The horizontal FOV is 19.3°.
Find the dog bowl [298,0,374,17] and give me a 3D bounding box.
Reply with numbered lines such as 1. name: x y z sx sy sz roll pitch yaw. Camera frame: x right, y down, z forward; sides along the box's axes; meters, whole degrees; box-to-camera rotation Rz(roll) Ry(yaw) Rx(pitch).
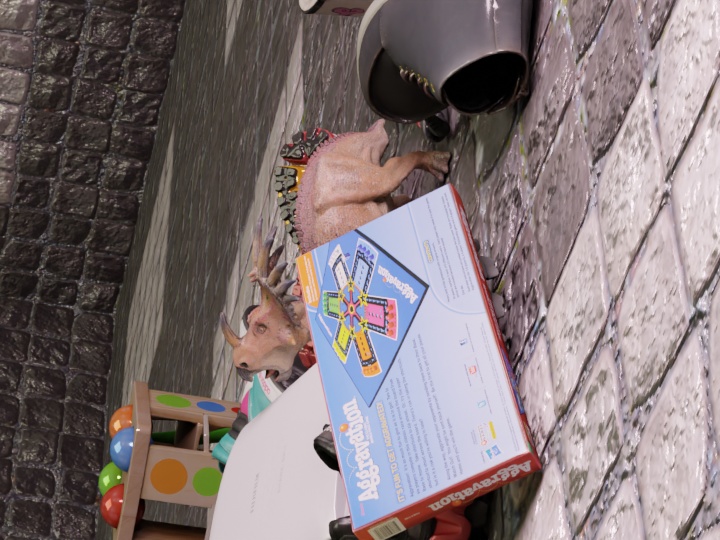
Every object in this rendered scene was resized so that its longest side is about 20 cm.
1. dog bowl: 0.025 -0.263 1.472 0.200 0.073 0.202 -162 90 -77

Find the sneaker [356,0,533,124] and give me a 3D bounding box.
1. sneaker: 0.045 -0.122 1.281 0.200 0.074 0.107 125 152 -56

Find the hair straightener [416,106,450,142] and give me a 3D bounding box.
1. hair straightener: 0.037 -0.144 1.464 0.200 0.040 0.078 -112 32 -70

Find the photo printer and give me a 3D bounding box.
1. photo printer: -0.034 0.150 1.367 0.200 0.069 0.168 -42 32 46

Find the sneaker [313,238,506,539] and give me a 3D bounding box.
1. sneaker: 0.026 0.074 1.187 0.071 0.097 0.203 132 146 -75

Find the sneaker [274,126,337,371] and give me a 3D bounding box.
1. sneaker: 0.000 0.000 1.492 0.077 0.082 0.202 -15 76 37

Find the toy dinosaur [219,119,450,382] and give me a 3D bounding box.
1. toy dinosaur: -0.017 -0.028 1.398 0.086 0.134 0.202 122 155 -65

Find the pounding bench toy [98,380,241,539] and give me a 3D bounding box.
1. pounding bench toy: -0.159 0.174 1.943 0.200 0.154 0.125 -113 33 -72

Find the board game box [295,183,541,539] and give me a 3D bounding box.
1. board game box: 0.027 0.047 1.144 0.019 0.102 0.201 54 -164 -44

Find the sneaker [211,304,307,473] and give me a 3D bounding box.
1. sneaker: -0.076 0.116 1.766 0.200 0.083 0.122 -109 40 -67
